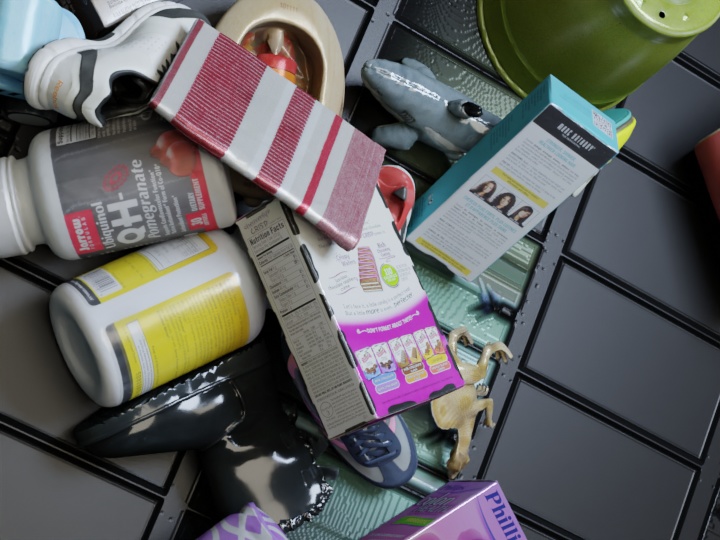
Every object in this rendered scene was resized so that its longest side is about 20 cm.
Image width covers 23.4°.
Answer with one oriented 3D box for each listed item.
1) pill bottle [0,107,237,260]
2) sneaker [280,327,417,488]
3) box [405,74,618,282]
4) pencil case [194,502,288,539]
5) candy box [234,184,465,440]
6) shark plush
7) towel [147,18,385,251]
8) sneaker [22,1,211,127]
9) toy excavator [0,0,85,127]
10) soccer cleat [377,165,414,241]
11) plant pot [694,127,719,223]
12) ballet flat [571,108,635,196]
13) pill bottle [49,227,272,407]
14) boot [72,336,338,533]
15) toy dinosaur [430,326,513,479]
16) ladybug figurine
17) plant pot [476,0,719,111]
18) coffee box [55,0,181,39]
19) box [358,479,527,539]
[{"bbox_3d":[-0.209,-0.070,1.436,0.200,0.111,0.111,-12,89,-1],"label":"pill bottle"},{"bbox_3d":[-0.010,0.129,1.516,0.070,0.082,0.200,-30,116,9],"label":"sneaker"},{"bbox_3d":[0.134,-0.080,1.569,0.082,0.200,0.049,33,34,-22],"label":"box"},{"bbox_3d":[-0.137,0.276,1.439,0.200,0.086,0.084,-36,64,-6],"label":"pencil case"},{"bbox_3d":[-0.007,0.028,1.453,0.136,0.061,0.200,-14,79,-53],"label":"candy box"},{"bbox_3d":[0.089,-0.131,1.590,0.200,0.083,0.091,34,74,5],"label":"shark plush"},{"bbox_3d":[-0.073,-0.111,1.419,0.200,0.023,0.144,35,34,-13],"label":"towel"},{"bbox_3d":[-0.183,-0.163,1.432,0.080,0.074,0.200,28,38,24],"label":"sneaker"},{"bbox_3d":[-0.302,-0.198,1.383,0.194,0.200,0.100,12,78,-23],"label":"toy excavator"},{"bbox_3d":[0.000,0.000,1.570,0.069,0.085,0.200,23,93,12],"label":"soccer cleat"},{"bbox_3d":[0.435,-0.083,1.716,0.200,0.200,0.177,-27,84,-25],"label":"plant pot"},{"bbox_3d":[0.180,-0.096,1.670,0.200,0.067,0.067,-22,114,-22],"label":"ballet flat"},{"bbox_3d":[-0.152,0.028,1.471,0.200,0.112,0.112,-25,94,-25],"label":"pill bottle"},{"bbox_3d":[-0.128,0.164,1.492,0.198,0.073,0.163,-25,100,-23],"label":"boot"},{"bbox_3d":[0.087,0.093,1.578,0.101,0.058,0.200,-41,121,-43],"label":"toy dinosaur"},{"bbox_3d":[-0.086,-0.152,1.545,0.136,0.072,0.200,16,77,-21],"label":"ladybug figurine"},{"bbox_3d":[0.243,-0.261,1.640,0.200,0.193,0.200,3,83,-24],"label":"plant pot"},{"bbox_3d":[-0.176,-0.291,1.517,0.200,0.080,0.114,-30,96,-24],"label":"coffee box"},{"bbox_3d":[0.064,0.310,1.541,0.200,0.097,0.176,-29,96,-25],"label":"box"}]
